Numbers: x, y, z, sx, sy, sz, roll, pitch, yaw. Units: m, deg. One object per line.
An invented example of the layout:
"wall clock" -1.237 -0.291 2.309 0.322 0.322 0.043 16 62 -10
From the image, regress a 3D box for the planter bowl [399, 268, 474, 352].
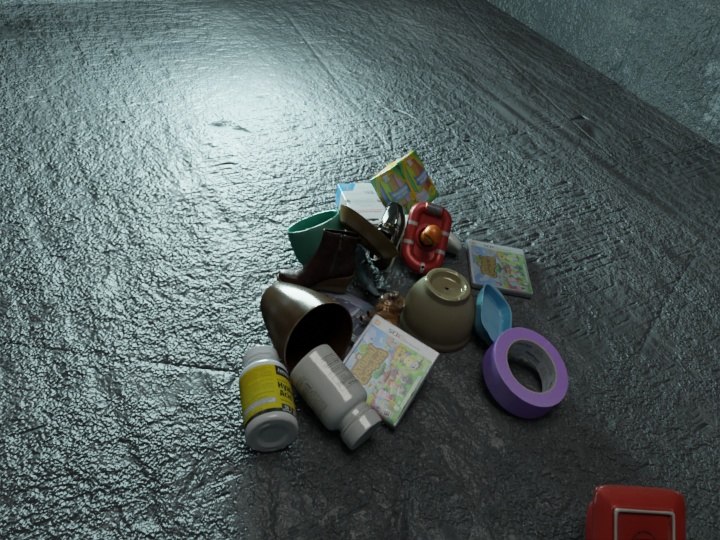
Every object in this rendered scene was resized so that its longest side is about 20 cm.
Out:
"planter bowl" 0.205 0.083 1.672 0.193 0.138 0.203 8 39 -7

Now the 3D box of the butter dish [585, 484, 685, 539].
"butter dish" 0.500 0.511 1.262 0.193 0.148 0.207 6 80 -11

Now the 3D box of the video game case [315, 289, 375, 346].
"video game case" -0.055 0.101 1.667 0.196 0.019 0.143 29 42 16

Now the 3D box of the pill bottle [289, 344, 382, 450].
"pill bottle" -0.049 0.266 1.389 0.113 0.116 0.201 -27 66 -39

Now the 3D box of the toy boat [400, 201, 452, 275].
"toy boat" 0.187 -0.090 1.819 0.126 0.207 0.131 15 -6 -7

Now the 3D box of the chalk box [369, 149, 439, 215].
"chalk box" 0.144 -0.231 1.996 0.203 0.122 0.124 58 43 -10

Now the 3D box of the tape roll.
"tape roll" 0.387 0.239 1.559 0.194 0.066 0.205 13 52 -16

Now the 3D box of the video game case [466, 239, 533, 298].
"video game case" 0.401 -0.008 1.923 0.176 0.023 0.203 10 40 -4

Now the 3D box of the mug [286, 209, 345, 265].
"mug" -0.096 -0.084 1.765 0.181 0.118 0.151 -24 18 -18

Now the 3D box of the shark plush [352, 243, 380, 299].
"shark plush" 0.000 0.000 1.748 0.088 0.085 0.203 3 41 -13

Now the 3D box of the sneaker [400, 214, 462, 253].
"sneaker" 0.199 -0.085 1.925 0.194 0.077 0.083 21 62 2

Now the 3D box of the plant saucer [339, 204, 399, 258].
"plant saucer" 0.014 -0.090 1.699 0.198 0.200 0.036 38 84 26

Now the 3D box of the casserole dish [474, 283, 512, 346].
"casserole dish" 0.339 0.123 1.706 0.121 0.038 0.202 44 37 -19

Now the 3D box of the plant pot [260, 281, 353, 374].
"plant pot" -0.146 0.114 1.520 0.183 0.192 0.199 -18 36 -33

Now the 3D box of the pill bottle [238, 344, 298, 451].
"pill bottle" -0.195 0.257 1.369 0.108 0.114 0.203 -2 42 -17

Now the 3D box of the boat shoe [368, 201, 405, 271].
"boat shoe" 0.075 -0.103 1.832 0.072 0.063 0.207 1 65 34

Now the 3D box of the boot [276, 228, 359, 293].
"boot" -0.105 -0.031 1.655 0.193 0.171 0.073 6 30 -12

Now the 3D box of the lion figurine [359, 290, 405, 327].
"lion figurine" 0.073 0.148 1.614 0.119 0.072 0.206 2 62 -31

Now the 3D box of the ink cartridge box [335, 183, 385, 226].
"ink cartridge box" 0.007 -0.173 1.965 0.112 0.068 0.203 -3 42 -20

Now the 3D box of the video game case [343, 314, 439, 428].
"video game case" 0.055 0.221 1.488 0.179 0.022 0.202 29 64 18
